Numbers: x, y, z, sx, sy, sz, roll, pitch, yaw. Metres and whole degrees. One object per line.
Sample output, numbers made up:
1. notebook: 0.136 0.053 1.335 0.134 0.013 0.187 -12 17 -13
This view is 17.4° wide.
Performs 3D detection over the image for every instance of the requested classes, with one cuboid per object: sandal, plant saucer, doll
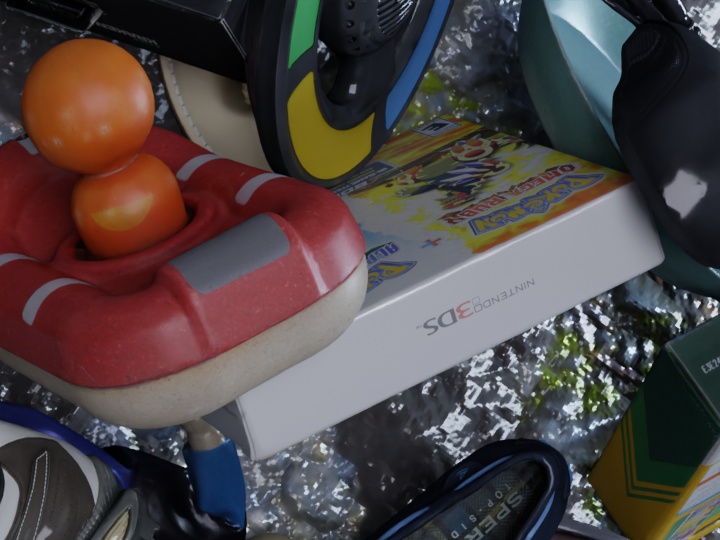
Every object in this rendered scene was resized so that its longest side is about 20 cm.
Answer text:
1. sandal: -0.050 -0.144 1.066 0.077 0.070 0.213 -2 89 -20
2. plant saucer: 0.129 -0.063 1.092 0.036 0.200 0.200 -32 102 24
3. doll: -0.106 0.109 1.037 0.199 0.049 0.137 25 106 -24

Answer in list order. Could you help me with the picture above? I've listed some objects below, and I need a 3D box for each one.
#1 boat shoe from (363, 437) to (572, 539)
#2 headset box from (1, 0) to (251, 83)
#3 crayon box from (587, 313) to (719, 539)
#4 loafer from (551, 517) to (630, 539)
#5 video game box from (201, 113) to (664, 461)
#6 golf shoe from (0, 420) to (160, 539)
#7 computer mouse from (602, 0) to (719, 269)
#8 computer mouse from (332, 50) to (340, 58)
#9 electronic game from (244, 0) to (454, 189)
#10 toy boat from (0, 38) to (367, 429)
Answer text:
1. boat shoe: 0.011 0.144 1.029 0.084 0.069 0.200 37 83 8
2. headset box: -0.095 -0.193 1.003 0.173 0.093 0.201 20 81 13
3. crayon box: 0.181 0.064 1.094 0.125 0.200 0.052 -28 70 -19
4. loafer: 0.111 0.162 1.105 0.199 0.072 0.063 18 58 -21
5. video game box: 0.000 0.000 1.017 0.199 0.182 0.047 -25 114 -19
6. golf shoe: -0.170 0.153 0.946 0.094 0.078 0.201 39 65 -21
7. computer mouse: 0.149 -0.074 1.019 0.053 0.200 0.139 -32 111 19
8. computer mouse: 0.037 -0.187 1.118 0.058 0.034 0.201 26 79 -16
9. electronic game: 0.006 -0.130 1.004 0.041 0.200 0.201 20 79 19
10. toy boat: -0.094 -0.029 0.918 0.130 0.200 0.131 -28 114 -24
